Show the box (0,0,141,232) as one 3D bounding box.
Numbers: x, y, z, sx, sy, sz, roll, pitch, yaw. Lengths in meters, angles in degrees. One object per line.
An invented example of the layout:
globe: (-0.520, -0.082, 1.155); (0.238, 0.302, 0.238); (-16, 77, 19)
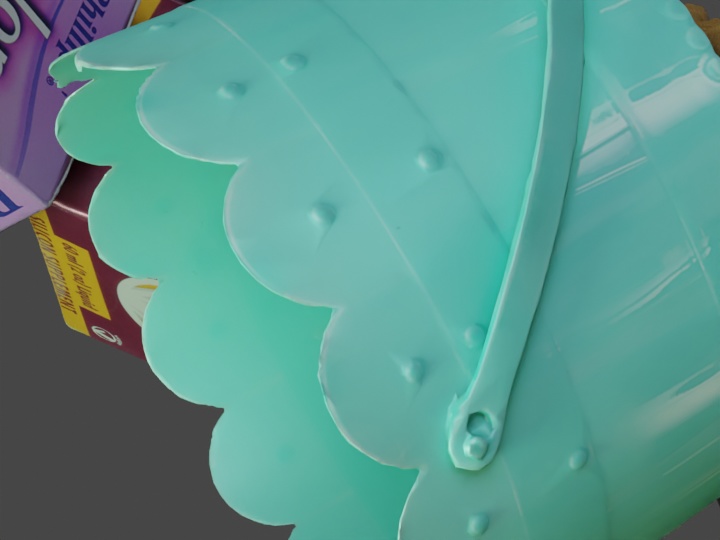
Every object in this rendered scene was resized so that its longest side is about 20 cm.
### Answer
box: (-0.206, -0.083, 0.878); (0.176, 0.200, 0.097); (-24, 37, 42)

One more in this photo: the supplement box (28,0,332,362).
supplement box: (0.000, 0.000, 0.920); (0.200, 0.110, 0.086); (23, 68, 14)

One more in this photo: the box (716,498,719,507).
box: (0.187, 0.085, 0.840); (0.137, 0.038, 0.200); (-9, 59, -19)

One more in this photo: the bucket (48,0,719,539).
bucket: (0.021, 0.000, 0.754); (0.135, 0.207, 0.207); (-29, 65, -14)

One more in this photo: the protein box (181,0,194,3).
protein box: (-0.081, -0.209, 1.016); (0.198, 0.135, 0.200); (31, 69, 18)

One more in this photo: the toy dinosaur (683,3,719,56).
toy dinosaur: (0.144, -0.069, 0.987); (0.106, 0.060, 0.200); (20, 70, -13)
